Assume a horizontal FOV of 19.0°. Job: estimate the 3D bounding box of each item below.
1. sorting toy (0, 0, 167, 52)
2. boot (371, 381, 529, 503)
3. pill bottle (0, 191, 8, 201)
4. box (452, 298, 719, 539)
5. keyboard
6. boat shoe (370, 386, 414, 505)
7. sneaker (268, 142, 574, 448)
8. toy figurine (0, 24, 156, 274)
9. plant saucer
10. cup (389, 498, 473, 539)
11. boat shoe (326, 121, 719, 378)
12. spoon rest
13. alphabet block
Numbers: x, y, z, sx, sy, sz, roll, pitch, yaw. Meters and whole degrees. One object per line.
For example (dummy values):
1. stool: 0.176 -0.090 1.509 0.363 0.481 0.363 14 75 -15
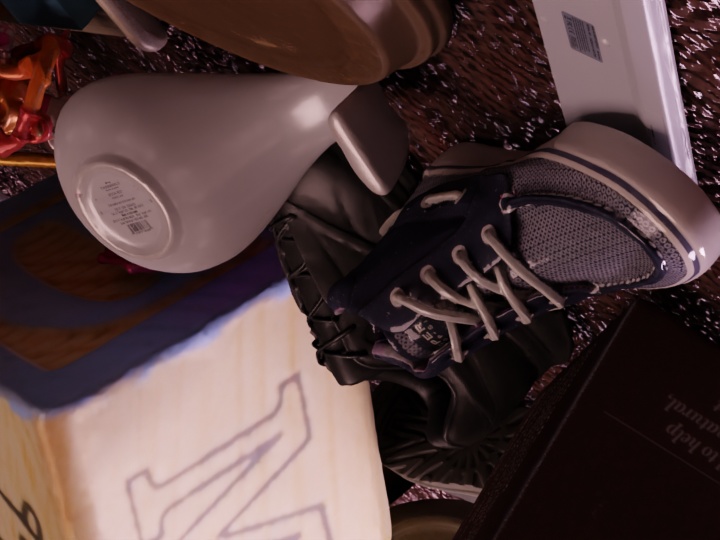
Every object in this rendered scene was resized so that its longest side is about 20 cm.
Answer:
1. sorting toy: -0.199 -0.172 1.005 0.200 0.036 0.185 19 156 49
2. boot: 0.109 0.140 1.182 0.182 0.073 0.200 25 167 43
3. pill bottle: -0.327 -0.071 1.423 0.200 0.116 0.116 44 163 -24
4. box: 0.126 0.141 0.929 0.166 0.164 0.200 33 164 2
5. keyboard: 0.082 -0.076 0.722 0.056 0.011 0.200 35 164 28
6. boat shoe: 0.000 0.106 1.314 0.065 0.073 0.200 48 166 14
7. sneaker: 0.000 0.000 0.961 0.200 0.091 0.076 40 166 -4
8. toy figurine: -0.148 -0.067 1.017 0.184 0.150 0.200 7 149 -1
9. plant saucer: -0.061 -0.121 0.789 0.200 0.029 0.200 26 171 4
10. cup: 0.045 0.214 1.270 0.200 0.200 0.143 32 161 19
11. boat shoe: 0.057 0.002 0.811 0.075 0.093 0.200 45 166 -13
12. spoon rest: -0.054 -0.047 0.907 0.200 0.061 0.099 -9 121 45
13. alphabet block: -0.121 0.077 1.124 0.195 0.196 0.200 26 136 44
